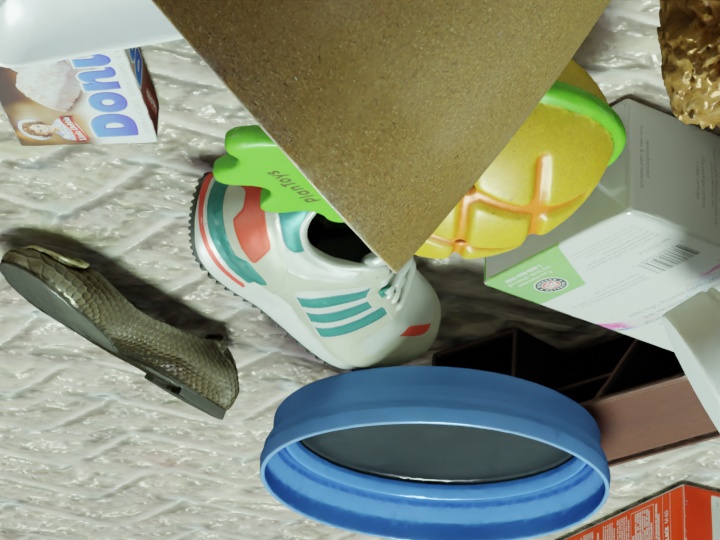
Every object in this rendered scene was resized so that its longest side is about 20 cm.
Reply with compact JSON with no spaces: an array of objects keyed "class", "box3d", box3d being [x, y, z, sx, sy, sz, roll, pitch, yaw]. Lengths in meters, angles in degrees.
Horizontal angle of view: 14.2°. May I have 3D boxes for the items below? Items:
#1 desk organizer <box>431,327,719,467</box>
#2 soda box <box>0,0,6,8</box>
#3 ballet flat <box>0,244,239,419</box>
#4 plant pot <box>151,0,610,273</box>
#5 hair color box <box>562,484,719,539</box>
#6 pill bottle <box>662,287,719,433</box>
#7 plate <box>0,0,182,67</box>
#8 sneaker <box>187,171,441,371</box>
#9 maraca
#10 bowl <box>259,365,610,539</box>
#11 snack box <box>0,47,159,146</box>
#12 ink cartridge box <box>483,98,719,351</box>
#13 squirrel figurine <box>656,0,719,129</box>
[{"class":"desk organizer","box3d":[0.137,0.067,1.689,0.200,0.072,0.077,-20,146,40]},{"class":"soda box","box3d":[-0.126,-0.161,1.031,0.068,0.200,0.064,35,-176,-19]},{"class":"ballet flat","box3d":[-0.132,0.028,1.662,0.067,0.046,0.200,23,170,45]},{"class":"plant pot","box3d":[0.025,-0.134,1.093,0.200,0.186,0.186,-42,148,0]},{"class":"hair color box","box3d":[0.211,0.214,2.024,0.111,0.064,0.200,14,155,-27]},{"class":"pill bottle","box3d":[0.254,0.010,1.408,0.200,0.111,0.111,-28,153,0]},{"class":"plate","box3d":[-0.106,-0.167,1.193,0.199,0.032,0.200,-9,143,20]},{"class":"sneaker","box3d":[0.000,-0.001,1.543,0.093,0.070,0.200,-8,152,36]},{"class":"maraca","box3d":[0.028,-0.057,1.370,0.200,0.107,0.137,-11,154,27]},{"class":"bowl","box3d":[0.044,0.106,1.654,0.200,0.039,0.201,3,156,2]},{"class":"snack box","box3d":[-0.146,-0.114,1.356,0.072,0.024,0.200,-2,155,6]},{"class":"ink cartridge box","box3d":[0.177,-0.012,1.508,0.200,0.067,0.117,20,150,-33]},{"class":"squirrel figurine","box3d":[0.232,-0.110,1.208,0.187,0.142,0.200,-25,148,35]}]
